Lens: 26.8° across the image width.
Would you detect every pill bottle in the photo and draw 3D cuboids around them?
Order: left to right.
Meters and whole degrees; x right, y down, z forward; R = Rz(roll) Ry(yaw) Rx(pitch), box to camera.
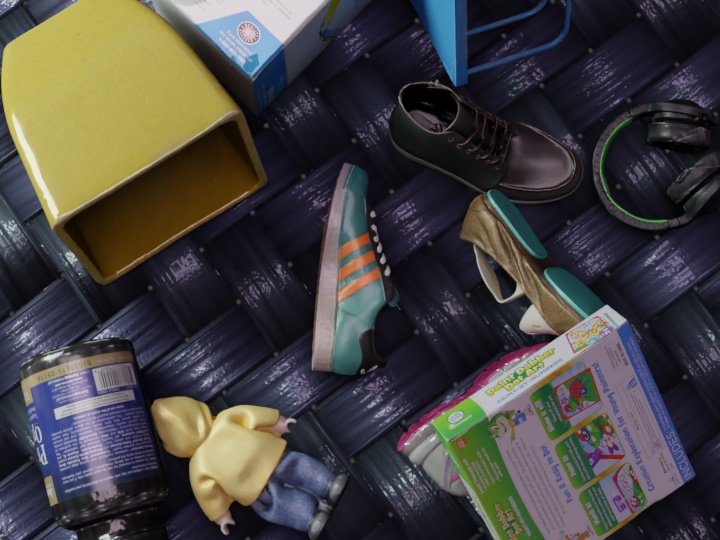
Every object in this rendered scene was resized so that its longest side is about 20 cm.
[{"bbox_3d":[-0.240,0.172,1.395,0.111,0.112,0.202,-15,81,-3],"label":"pill bottle"}]

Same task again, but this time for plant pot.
[{"bbox_3d":[-0.227,-0.142,1.413,0.194,0.194,0.201,-31,74,-5],"label":"plant pot"}]

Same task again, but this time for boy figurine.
[{"bbox_3d":[-0.113,0.184,1.420,0.198,0.064,0.125,26,82,4],"label":"boy figurine"}]

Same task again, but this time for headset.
[{"bbox_3d":[0.322,-0.114,1.458,0.198,0.094,0.125,-20,82,8],"label":"headset"}]

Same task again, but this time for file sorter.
[{"bbox_3d":[0.107,-0.307,1.431,0.121,0.139,0.201,-18,55,-9],"label":"file sorter"}]

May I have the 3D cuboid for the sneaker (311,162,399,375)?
[{"bbox_3d":[0.000,0.000,1.452,0.079,0.071,0.203,6,86,-4],"label":"sneaker"}]

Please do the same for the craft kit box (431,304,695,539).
[{"bbox_3d":[0.189,0.165,1.382,0.196,0.048,0.201,-34,120,-9],"label":"craft kit box"}]

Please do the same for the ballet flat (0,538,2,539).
[{"bbox_3d":[-0.336,0.287,1.400,0.199,0.063,0.069,34,82,4],"label":"ballet flat"}]

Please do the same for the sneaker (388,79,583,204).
[{"bbox_3d":[0.122,-0.120,1.449,0.198,0.106,0.076,15,81,2],"label":"sneaker"}]

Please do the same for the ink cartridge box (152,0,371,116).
[{"bbox_3d":[-0.083,-0.283,1.453,0.147,0.145,0.200,44,83,5],"label":"ink cartridge box"}]

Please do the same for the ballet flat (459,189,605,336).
[{"bbox_3d":[0.162,0.013,1.439,0.200,0.068,0.073,49,117,22],"label":"ballet flat"}]

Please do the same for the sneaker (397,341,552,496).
[{"bbox_3d":[0.135,0.139,1.428,0.199,0.081,0.089,-36,90,-3],"label":"sneaker"}]
